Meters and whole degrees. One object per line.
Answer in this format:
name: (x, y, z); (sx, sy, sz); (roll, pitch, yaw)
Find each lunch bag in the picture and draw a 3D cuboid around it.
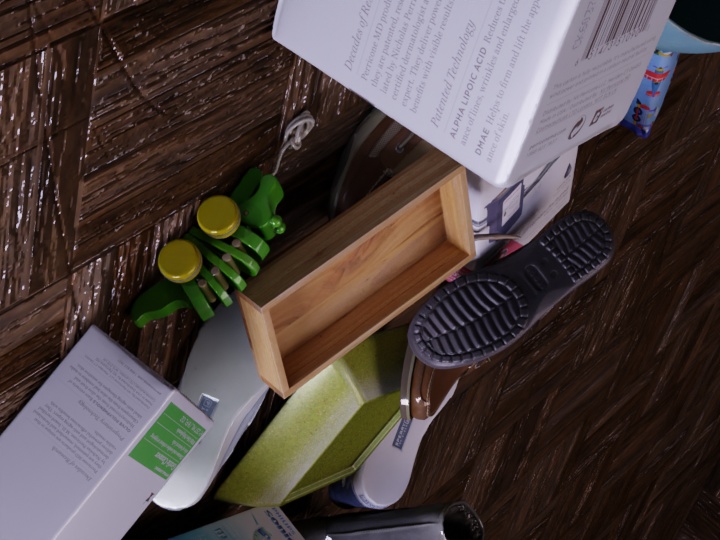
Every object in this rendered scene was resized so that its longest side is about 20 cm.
lunch bag: (0.283, -0.254, 1.595); (0.200, 0.094, 0.151); (-54, 161, -35)

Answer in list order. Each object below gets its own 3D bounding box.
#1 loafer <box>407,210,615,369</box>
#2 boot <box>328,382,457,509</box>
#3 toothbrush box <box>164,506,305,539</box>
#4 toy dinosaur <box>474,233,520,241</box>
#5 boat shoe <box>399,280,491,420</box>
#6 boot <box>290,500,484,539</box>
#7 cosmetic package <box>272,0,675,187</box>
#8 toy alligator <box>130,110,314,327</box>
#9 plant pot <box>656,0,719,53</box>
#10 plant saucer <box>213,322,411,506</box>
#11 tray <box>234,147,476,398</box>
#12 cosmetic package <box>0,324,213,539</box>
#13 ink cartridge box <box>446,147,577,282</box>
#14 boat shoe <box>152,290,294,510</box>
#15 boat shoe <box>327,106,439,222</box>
loafer: (0.133, 0.024, 1.460); (0.200, 0.073, 0.071); (-30, 171, -3)
boot: (0.029, 0.147, 1.689); (0.090, 0.073, 0.200); (-19, -141, 60)
toothbrush box: (-0.144, 0.295, 1.471); (0.146, 0.085, 0.200); (-48, 161, 24)
toy dinosaur: (0.029, 0.003, 1.445); (0.106, 0.061, 0.200); (-23, 172, -45)
boat shoe: (0.090, 0.056, 1.516); (0.072, 0.068, 0.200); (86, 22, -48)
boot: (0.029, 0.266, 1.688); (0.199, 0.073, 0.182); (-17, 170, 21)
cosmetic package: (0.082, -0.190, 1.088); (0.165, 0.200, 0.165); (-29, 146, -47)
toy alligator: (-0.082, -0.027, 1.193); (0.200, 0.054, 0.059); (-49, 159, -12)
plant pot: (0.248, -0.266, 1.381); (0.200, 0.200, 0.135); (-42, -167, -27)
plant saucer: (-0.016, 0.139, 1.540); (0.200, 0.048, 0.200); (-52, 161, 25)
tray: (0.000, 0.000, 1.266); (0.200, 0.037, 0.099); (-36, 139, -24)
cosmetic package: (-0.205, 0.149, 1.164); (0.200, 0.085, 0.108); (-53, 161, -7)
ink cartridge box: (0.117, -0.094, 1.464); (0.145, 0.084, 0.200); (-44, 157, -23)
boat shoe: (-0.110, 0.092, 1.319); (0.201, 0.070, 0.072); (-61, -178, 6)
boat shoe: (0.045, -0.103, 1.315); (0.200, 0.074, 0.076); (-61, 157, 17)
